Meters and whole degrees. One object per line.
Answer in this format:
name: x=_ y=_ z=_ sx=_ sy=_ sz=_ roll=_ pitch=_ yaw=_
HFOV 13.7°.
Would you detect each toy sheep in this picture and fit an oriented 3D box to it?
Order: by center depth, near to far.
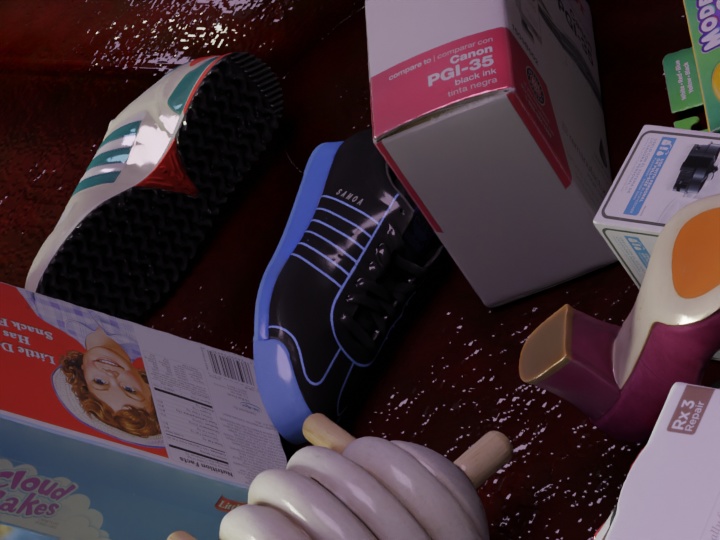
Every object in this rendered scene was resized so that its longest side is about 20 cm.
toy sheep: x=-0.006 y=0.140 z=1.427 sx=0.200 sy=0.138 sz=0.138 roll=-43 pitch=41 yaw=-14

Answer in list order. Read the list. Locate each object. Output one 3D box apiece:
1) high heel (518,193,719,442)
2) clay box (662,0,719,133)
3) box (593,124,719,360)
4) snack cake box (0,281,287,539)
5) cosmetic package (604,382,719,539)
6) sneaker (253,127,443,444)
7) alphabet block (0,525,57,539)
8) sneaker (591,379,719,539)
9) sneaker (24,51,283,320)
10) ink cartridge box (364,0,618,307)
high heel: x=0.165 y=0.027 z=1.371 sx=0.200 sy=0.096 sz=0.068 roll=-39 pitch=36 yaw=44
clay box: x=0.245 y=-0.123 z=1.539 sx=0.199 sy=0.048 sz=0.115 roll=-22 pitch=43 yaw=17
box: x=0.221 y=-0.002 z=1.396 sx=0.199 sy=0.117 sz=0.060 roll=10 pitch=60 yaw=40
snack cake box: x=-0.138 y=0.080 z=1.516 sx=0.067 sy=0.199 sz=0.115 roll=-54 pitch=34 yaw=28
cosmetic package: x=0.171 y=0.145 z=1.232 sx=0.074 sy=0.200 sz=0.102 roll=9 pitch=59 yaw=32
sneaker: x=0.000 y=0.000 z=1.590 sx=0.078 sy=0.070 sz=0.201 roll=-15 pitch=46 yaw=32
alphabet block: x=-0.299 y=0.095 z=1.596 sx=0.195 sy=0.196 sz=0.201 roll=-44 pitch=38 yaw=18
sneaker: x=0.145 y=0.114 z=1.319 sx=0.098 sy=0.071 sz=0.201 roll=-61 pitch=-4 yaw=40
sneaker: x=-0.129 y=-0.045 z=1.738 sx=0.200 sy=0.070 sz=0.093 roll=-53 pitch=25 yaw=-13
ink cartridge box: x=0.066 y=-0.107 z=1.578 sx=0.082 sy=0.147 sz=0.201 roll=-20 pitch=44 yaw=18
